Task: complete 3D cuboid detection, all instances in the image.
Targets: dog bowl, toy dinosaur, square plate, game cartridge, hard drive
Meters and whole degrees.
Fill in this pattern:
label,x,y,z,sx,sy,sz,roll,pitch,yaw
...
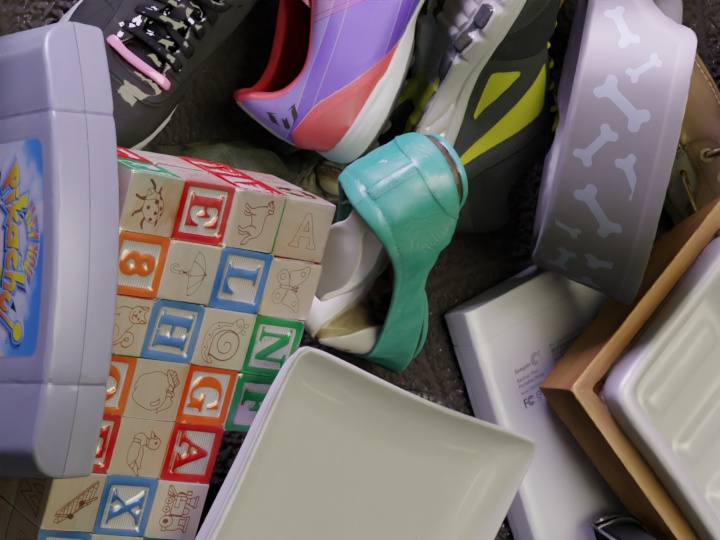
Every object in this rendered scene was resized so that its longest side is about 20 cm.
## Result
label,x,y,z,sx,sy,sz,roll,pitch,yaw
dog bowl,0.136,-0.084,1.317,0.059,0.200,0.200,11,79,2
toy dinosaur,-0.082,-0.030,1.220,0.200,0.047,0.088,8,80,-34
square plate,-0.017,0.146,1.204,0.200,0.028,0.198,25,92,-48
game cartridge,-0.154,-0.008,1.098,0.040,0.133,0.200,4,85,-39
hard drive,0.127,0.093,1.394,0.132,0.027,0.200,-27,104,-37

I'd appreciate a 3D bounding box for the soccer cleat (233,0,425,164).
label,x,y,z,sx,sy,sz,roll,pitch,yaw
soccer cleat,0.003,-0.156,1.223,0.073,0.068,0.200,21,90,-27

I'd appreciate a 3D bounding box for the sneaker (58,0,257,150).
label,x,y,z,sx,sy,sz,roll,pitch,yaw
sneaker,-0.082,-0.134,1.171,0.071,0.099,0.200,41,56,-12

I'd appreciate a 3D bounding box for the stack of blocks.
label,x,y,z,sx,sy,sz,roll,pitch,yaw
stack of blocks,-0.097,0.049,1.152,0.115,0.059,0.200,9,101,-37

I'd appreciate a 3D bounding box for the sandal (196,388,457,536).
label,x,y,z,sx,sy,sz,roll,pitch,yaw
sandal,-0.030,0.115,1.260,0.200,0.045,0.075,-22,97,-23

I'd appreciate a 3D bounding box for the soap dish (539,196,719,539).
label,x,y,z,sx,sy,sz,roll,pitch,yaw
soap dish,0.200,0.082,1.380,0.157,0.081,0.200,-49,117,-25

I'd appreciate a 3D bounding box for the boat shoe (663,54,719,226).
label,x,y,z,sx,sy,sz,roll,pitch,yaw
boat shoe,0.215,-0.054,1.446,0.074,0.066,0.200,-36,110,-35

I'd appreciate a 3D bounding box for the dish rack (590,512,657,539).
label,x,y,z,sx,sy,sz,roll,pitch,yaw
dish rack,0.094,0.233,1.331,0.200,0.055,0.154,-18,99,-19

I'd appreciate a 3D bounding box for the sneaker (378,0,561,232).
label,x,y,z,sx,sy,sz,roll,pitch,yaw
sneaker,0.070,-0.104,1.276,0.085,0.074,0.200,11,123,-27

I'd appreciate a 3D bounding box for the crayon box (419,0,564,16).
label,x,y,z,sx,sy,sz,roll,pitch,yaw
crayon box,0.032,-0.198,1.313,0.200,0.051,0.127,44,63,-29

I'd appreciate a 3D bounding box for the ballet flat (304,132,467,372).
label,x,y,z,sx,sy,sz,roll,pitch,yaw
ballet flat,0.000,0.000,1.218,0.070,0.200,0.067,-24,67,-21
